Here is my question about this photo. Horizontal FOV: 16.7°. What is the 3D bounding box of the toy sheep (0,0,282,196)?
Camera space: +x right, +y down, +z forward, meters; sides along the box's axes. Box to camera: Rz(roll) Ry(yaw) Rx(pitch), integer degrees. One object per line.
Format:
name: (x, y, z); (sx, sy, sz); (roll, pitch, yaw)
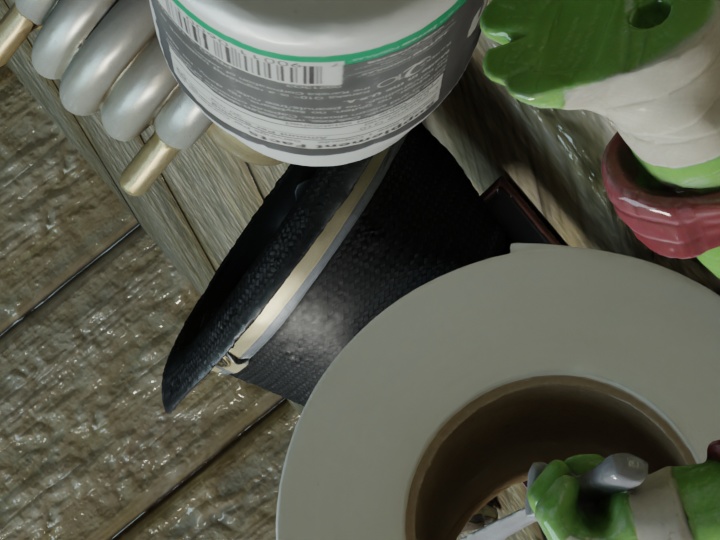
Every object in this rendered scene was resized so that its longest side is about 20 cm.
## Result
toy sheep: (-0.102, -0.124, 1.153); (0.200, 0.138, 0.138); (40, 174, -7)

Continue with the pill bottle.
pill bottle: (-0.013, -0.099, 0.777); (0.113, 0.113, 0.200); (50, 173, 6)

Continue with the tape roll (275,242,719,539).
tape roll: (0.076, 0.108, 0.912); (0.203, 0.202, 0.139); (49, 172, 19)

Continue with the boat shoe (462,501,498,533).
boat shoe: (0.066, 0.170, 1.916); (0.200, 0.074, 0.074); (83, 173, -85)

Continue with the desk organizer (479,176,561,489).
desk organizer: (0.096, 0.061, 1.078); (0.200, 0.072, 0.077); (50, 171, 9)

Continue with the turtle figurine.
turtle figurine: (0.071, -0.010, 0.581); (0.200, 0.144, 0.194); (38, 162, 48)

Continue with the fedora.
fedora: (0.000, 0.000, 1.021); (0.091, 0.201, 0.201); (34, 175, -7)
